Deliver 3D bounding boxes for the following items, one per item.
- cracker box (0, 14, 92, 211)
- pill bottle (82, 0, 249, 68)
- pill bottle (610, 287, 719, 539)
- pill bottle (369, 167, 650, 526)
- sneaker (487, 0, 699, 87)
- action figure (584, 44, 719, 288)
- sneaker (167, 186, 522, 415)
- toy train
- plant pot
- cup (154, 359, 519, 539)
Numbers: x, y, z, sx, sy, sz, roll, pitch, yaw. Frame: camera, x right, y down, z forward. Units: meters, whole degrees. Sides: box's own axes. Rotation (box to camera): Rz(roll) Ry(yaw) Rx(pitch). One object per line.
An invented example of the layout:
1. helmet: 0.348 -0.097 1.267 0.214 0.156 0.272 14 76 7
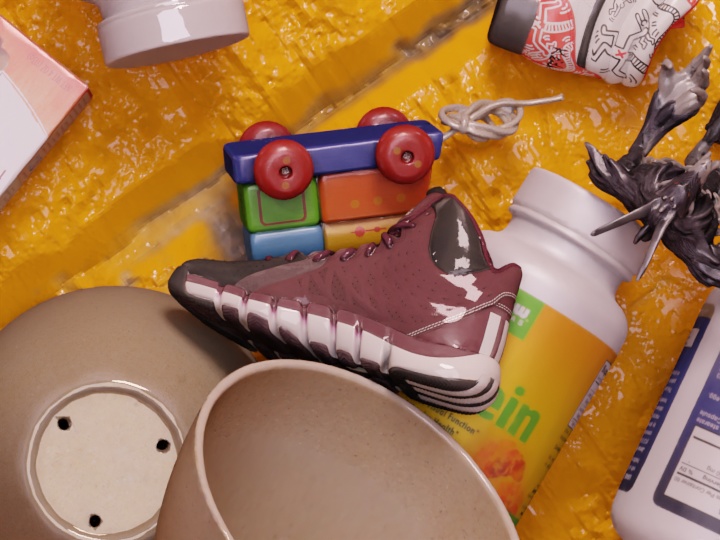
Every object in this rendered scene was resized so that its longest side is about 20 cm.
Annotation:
1. cracker box: -0.267 -0.068 1.728 0.134 0.058 0.200 38 87 0
2. pill bottle: -0.127 -0.221 1.712 0.113 0.113 0.201 -13 88 -3
3. pill bottle: 0.210 0.120 1.715 0.111 0.111 0.200 26 87 -1
4. pill bottle: 0.082 0.047 1.711 0.111 0.111 0.200 31 87 -1
5. sneaker: 0.156 -0.208 1.749 0.108 0.067 0.202 20 90 -3
6. action figure: 0.203 -0.065 1.682 0.119 0.200 0.102 39 126 12
7. sneaker: 0.000 0.000 1.668 0.200 0.076 0.116 17 75 18
8. toy train: 0.026 -0.033 1.735 0.199 0.085 0.116 -7 103 -9
9. plant pot: -0.139 0.106 1.689 0.200 0.134 0.201 0 87 -3
10. cup: -0.032 0.169 1.592 0.200 0.200 0.143 37 124 -1
